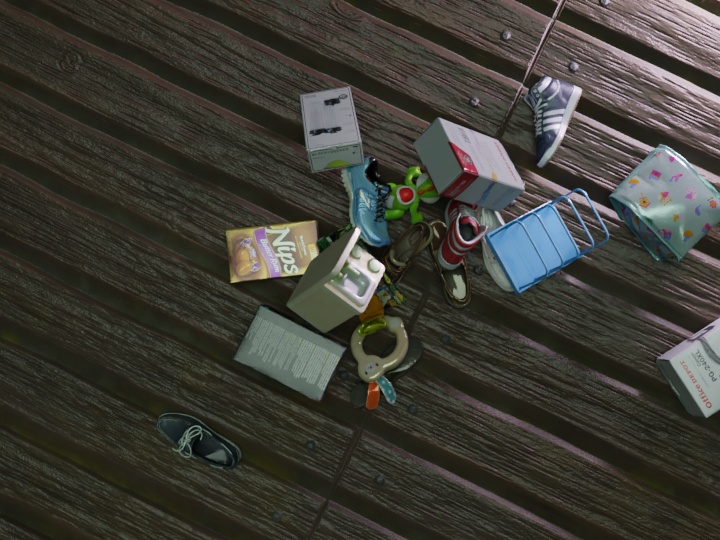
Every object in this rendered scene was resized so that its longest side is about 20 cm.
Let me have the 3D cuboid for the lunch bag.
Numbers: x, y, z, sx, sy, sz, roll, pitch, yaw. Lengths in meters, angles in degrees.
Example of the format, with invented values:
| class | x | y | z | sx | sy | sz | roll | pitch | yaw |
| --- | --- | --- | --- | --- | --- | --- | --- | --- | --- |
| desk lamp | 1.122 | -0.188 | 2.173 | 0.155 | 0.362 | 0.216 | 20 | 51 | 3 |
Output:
| class | x | y | z | sx | sy | sz | roll | pitch | yaw |
| --- | --- | --- | --- | --- | --- | --- | --- | --- | --- |
| lunch bag | 0.644 | -0.143 | 1.673 | 0.170 | 0.122 | 0.200 | -44 | 92 | -2 |

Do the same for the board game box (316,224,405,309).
| class | x | y | z | sx | sy | sz | roll | pitch | yaw |
| --- | --- | --- | --- | --- | --- | --- | --- | --- | --- |
| board game box | 0.000 | 0.000 | 1.657 | 0.200 | 0.105 | 0.023 | 52 | 52 | -14 |

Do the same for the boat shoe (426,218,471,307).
| class | x | y | z | sx | sy | sz | roll | pitch | yaw |
| --- | --- | --- | --- | --- | --- | --- | --- | --- | --- |
| boat shoe | 0.194 | -0.019 | 1.693 | 0.075 | 0.072 | 0.201 | -22 | 86 | -1 |

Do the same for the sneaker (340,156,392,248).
| class | x | y | z | sx | sy | sz | roll | pitch | yaw |
| --- | --- | --- | --- | --- | --- | --- | --- | --- | --- |
| sneaker | 0.024 | -0.143 | 1.629 | 0.090 | 0.078 | 0.201 | -22 | 80 | 35 |

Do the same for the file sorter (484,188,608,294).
| class | x | y | z | sx | sy | sz | roll | pitch | yaw |
| --- | --- | --- | --- | --- | --- | --- | --- | --- | --- |
| file sorter | 0.389 | -0.067 | 1.632 | 0.200 | 0.123 | 0.139 | -27 | 85 | -28 |

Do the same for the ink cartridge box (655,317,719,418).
| class | x | y | z | sx | sy | sz | roll | pitch | yaw |
| --- | --- | --- | --- | --- | --- | --- | --- | --- | --- |
| ink cartridge box | 0.754 | 0.198 | 1.663 | 0.200 | 0.083 | 0.146 | -32 | 86 | -2 |

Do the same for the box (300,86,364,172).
| class | x | y | z | sx | sy | sz | roll | pitch | yaw |
| --- | --- | --- | --- | --- | --- | --- | --- | --- | --- |
| box | -0.062 | -0.300 | 1.668 | 0.116 | 0.060 | 0.200 | -10 | 47 | -1 |

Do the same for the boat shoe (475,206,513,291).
| class | x | y | z | sx | sy | sz | roll | pitch | yaw |
| --- | --- | --- | --- | --- | --- | --- | --- | --- | --- |
| boat shoe | 0.295 | -0.051 | 1.695 | 0.071 | 0.069 | 0.201 | -22 | 86 | -1 |

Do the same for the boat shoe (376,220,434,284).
| class | x | y | z | sx | sy | sz | roll | pitch | yaw |
| --- | --- | --- | --- | --- | --- | --- | --- | --- | --- |
| boat shoe | 0.074 | -0.025 | 1.678 | 0.072 | 0.072 | 0.200 | 47 | 105 | 10 |

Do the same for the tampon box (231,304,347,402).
| class | x | y | z | sx | sy | sz | roll | pitch | yaw |
| --- | --- | --- | --- | --- | --- | --- | --- | --- | --- |
| tampon box | -0.142 | 0.172 | 1.645 | 0.199 | 0.150 | 0.127 | 27 | 86 | 3 |

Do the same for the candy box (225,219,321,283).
| class | x | y | z | sx | sy | sz | roll | pitch | yaw |
| --- | --- | --- | --- | --- | --- | --- | --- | --- | --- |
| candy box | -0.186 | -0.040 | 1.709 | 0.199 | 0.056 | 0.117 | -7 | 86 | -1 |

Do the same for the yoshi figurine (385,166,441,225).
| class | x | y | z | sx | sy | sz | roll | pitch | yaw |
| --- | --- | --- | --- | --- | --- | --- | --- | --- | --- |
| yoshi figurine | 0.114 | -0.166 | 1.709 | 0.199 | 0.113 | 0.112 | -17 | 45 | 13 |

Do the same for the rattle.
| class | x | y | z | sx | sy | sz | roll | pitch | yaw |
| --- | --- | --- | --- | --- | --- | --- | --- | --- | --- |
| rattle | 0.033 | 0.169 | 1.627 | 0.130 | 0.143 | 0.201 | 13 | 63 | 0 |

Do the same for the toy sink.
| class | x | y | z | sx | sy | sz | roll | pitch | yaw |
| --- | --- | --- | --- | --- | --- | --- | --- | --- | --- |
| toy sink | -0.036 | 0.022 | 1.573 | 0.112 | 0.200 | 0.131 | 37 | 53 | -14 |

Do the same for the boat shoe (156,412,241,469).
| class | x | y | z | sx | sy | sz | roll | pitch | yaw |
| --- | --- | --- | --- | --- | --- | --- | --- | --- | --- |
| boat shoe | -0.349 | 0.365 | 1.678 | 0.200 | 0.062 | 0.075 | 31 | 89 | 3 |

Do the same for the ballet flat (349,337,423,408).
| class | x | y | z | sx | sy | sz | roll | pitch | yaw |
| --- | --- | --- | --- | --- | --- | --- | --- | --- | --- |
| ballet flat | 0.056 | 0.223 | 1.696 | 0.200 | 0.046 | 0.067 | -45 | 65 | -8 |

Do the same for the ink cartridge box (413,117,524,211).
| class | x | y | z | sx | sy | sz | roll | pitch | yaw |
| --- | --- | --- | --- | --- | --- | --- | --- | --- | --- |
| ink cartridge box | 0.225 | -0.213 | 1.624 | 0.083 | 0.200 | 0.146 | -44 | 53 | 33 |

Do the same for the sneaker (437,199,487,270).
| class | x | y | z | sx | sy | sz | roll | pitch | yaw |
| --- | --- | --- | --- | --- | --- | --- | --- | --- | --- |
| sneaker | 0.220 | -0.107 | 1.646 | 0.071 | 0.113 | 0.201 | 21 | 55 | -9 |

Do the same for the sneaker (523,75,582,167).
| class | x | y | z | sx | sy | sz | roll | pitch | yaw |
| --- | --- | --- | --- | --- | --- | --- | --- | --- | --- |
| sneaker | 0.394 | -0.328 | 1.713 | 0.108 | 0.070 | 0.201 | 25 | 80 | -2 |
